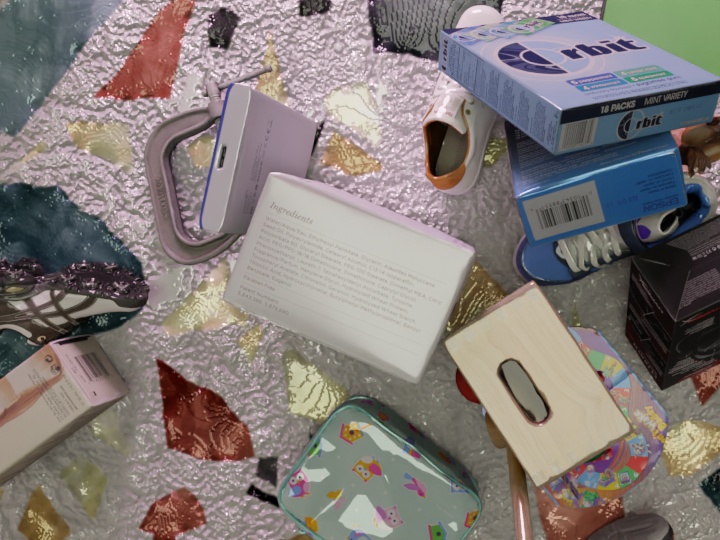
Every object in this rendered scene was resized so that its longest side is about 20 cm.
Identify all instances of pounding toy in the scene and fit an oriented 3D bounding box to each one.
[{"bbox_3d":[0.159,0.132,0.759,0.142,0.184,0.200,-33,82,8],"label":"pounding toy"}]

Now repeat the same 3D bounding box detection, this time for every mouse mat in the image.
[{"bbox_3d":[0.340,-0.301,0.836,0.161,0.008,0.200,11,93,5],"label":"mouse mat"}]

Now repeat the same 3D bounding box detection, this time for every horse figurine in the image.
[{"bbox_3d":[0.368,-0.134,0.753,0.200,0.133,0.050,-19,89,-12],"label":"horse figurine"}]

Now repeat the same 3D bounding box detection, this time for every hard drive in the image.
[{"bbox_3d":[-0.096,-0.102,0.798,0.025,0.200,0.132,14,95,13],"label":"hard drive"}]

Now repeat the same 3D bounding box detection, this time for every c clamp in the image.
[{"bbox_3d":[-0.164,-0.111,0.871,0.171,0.027,0.200,-12,80,18],"label":"c clamp"}]

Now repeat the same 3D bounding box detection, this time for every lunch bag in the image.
[{"bbox_3d":[0.016,0.243,0.868,0.200,0.077,0.160,36,98,3],"label":"lunch bag"}]

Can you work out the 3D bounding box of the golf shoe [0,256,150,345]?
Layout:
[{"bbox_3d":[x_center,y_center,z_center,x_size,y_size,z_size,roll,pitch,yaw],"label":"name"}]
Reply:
[{"bbox_3d":[-0.334,0.040,0.906,0.200,0.078,0.095,5,111,8],"label":"golf shoe"}]

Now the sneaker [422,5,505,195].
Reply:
[{"bbox_3d":[0.109,-0.179,0.824,0.073,0.085,0.200,10,94,25],"label":"sneaker"}]

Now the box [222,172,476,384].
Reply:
[{"bbox_3d":[0.000,0.000,0.793,0.200,0.199,0.131,22,96,7],"label":"box"}]

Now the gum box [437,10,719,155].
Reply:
[{"bbox_3d":[0.193,-0.181,0.736,0.170,0.200,0.045,-14,129,-20],"label":"gum box"}]

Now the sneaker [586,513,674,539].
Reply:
[{"bbox_3d":[0.273,0.351,0.853,0.112,0.078,0.200,46,107,-2],"label":"sneaker"}]

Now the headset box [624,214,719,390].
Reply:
[{"bbox_3d":[0.340,0.029,0.766,0.149,0.200,0.077,-26,60,3],"label":"headset box"}]

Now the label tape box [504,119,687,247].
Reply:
[{"bbox_3d":[0.220,-0.119,0.781,0.144,0.200,0.063,-16,122,17],"label":"label tape box"}]

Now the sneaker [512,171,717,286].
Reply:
[{"bbox_3d":[0.249,-0.041,0.790,0.200,0.146,0.081,-23,90,7],"label":"sneaker"}]

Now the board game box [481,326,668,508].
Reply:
[{"bbox_3d":[0.234,0.161,0.856,0.158,0.039,0.200,-39,89,7],"label":"board game box"}]

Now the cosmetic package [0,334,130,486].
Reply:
[{"bbox_3d":[-0.376,0.165,0.895,0.200,0.103,0.087,-36,87,5],"label":"cosmetic package"}]
